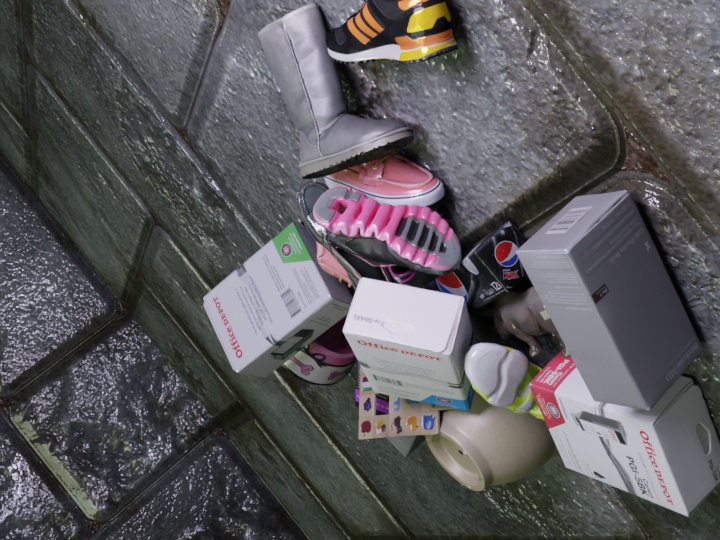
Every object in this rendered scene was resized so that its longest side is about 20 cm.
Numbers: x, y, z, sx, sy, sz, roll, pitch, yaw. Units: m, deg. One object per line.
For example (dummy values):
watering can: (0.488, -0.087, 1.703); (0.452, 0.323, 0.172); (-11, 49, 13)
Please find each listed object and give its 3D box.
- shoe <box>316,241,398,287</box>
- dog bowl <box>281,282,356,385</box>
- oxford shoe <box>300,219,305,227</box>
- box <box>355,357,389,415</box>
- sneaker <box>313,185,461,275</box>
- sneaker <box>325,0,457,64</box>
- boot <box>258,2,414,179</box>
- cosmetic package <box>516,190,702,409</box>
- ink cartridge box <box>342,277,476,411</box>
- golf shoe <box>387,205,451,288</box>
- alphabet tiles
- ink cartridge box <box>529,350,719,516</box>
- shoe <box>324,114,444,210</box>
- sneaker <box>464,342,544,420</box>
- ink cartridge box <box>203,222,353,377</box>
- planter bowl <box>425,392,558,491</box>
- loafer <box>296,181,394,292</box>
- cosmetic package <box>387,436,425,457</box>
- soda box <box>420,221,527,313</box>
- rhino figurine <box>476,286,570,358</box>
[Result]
shoe: (0.000, 0.000, 1.394); (0.090, 0.072, 0.202); (-12, 109, 22)
dog bowl: (-0.067, 0.084, 1.584); (0.201, 0.200, 0.074); (51, 129, -1)
oxford shoe: (-0.012, -0.021, 1.462); (0.200, 0.072, 0.071); (48, 157, 7)
box: (0.053, 0.140, 1.506); (0.142, 0.036, 0.202); (17, 115, 41)
sneaker: (0.036, -0.035, 1.195); (0.198, 0.079, 0.096); (23, 148, 21)
sneaker: (0.027, -0.277, 1.040); (0.199, 0.070, 0.091); (18, 126, 52)
boot: (-0.033, -0.229, 1.180); (0.180, 0.072, 0.203); (-12, 86, 29)
cosmetic package: (0.258, 0.032, 0.984); (0.201, 0.107, 0.090); (56, 156, -16)
ink cartridge box: (0.074, 0.101, 1.263); (0.144, 0.085, 0.201); (10, 154, 18)
golf shoe: (0.067, -0.012, 1.310); (0.075, 0.091, 0.201); (40, 156, 20)
alphabet tiles: (0.068, 0.162, 1.420); (0.007, 0.169, 0.199); (15, 160, -41)
ink cartridge box: (0.318, 0.188, 1.149); (0.199, 0.083, 0.148); (12, 135, 57)
shoe: (0.019, -0.142, 1.230); (0.199, 0.071, 0.092); (19, 134, 43)
sneaker: (0.187, 0.136, 1.258); (0.199, 0.076, 0.105); (33, -178, -35)
ink cartridge box: (-0.128, 0.049, 1.473); (0.084, 0.199, 0.147); (22, -145, -58)
planter bowl: (0.180, 0.236, 1.409); (0.200, 0.134, 0.201); (41, 155, 23)
loafer: (-0.013, -0.039, 1.293); (0.201, 0.072, 0.063); (54, 170, -4)
cosmetic package: (0.083, 0.232, 1.647); (0.107, 0.090, 0.201); (45, 153, 15)
soda box: (0.146, 0.008, 1.216); (0.063, 0.071, 0.200); (49, 157, 1)
rhino figurine: (0.210, 0.058, 1.190); (0.088, 0.060, 0.200); (52, 159, -11)
